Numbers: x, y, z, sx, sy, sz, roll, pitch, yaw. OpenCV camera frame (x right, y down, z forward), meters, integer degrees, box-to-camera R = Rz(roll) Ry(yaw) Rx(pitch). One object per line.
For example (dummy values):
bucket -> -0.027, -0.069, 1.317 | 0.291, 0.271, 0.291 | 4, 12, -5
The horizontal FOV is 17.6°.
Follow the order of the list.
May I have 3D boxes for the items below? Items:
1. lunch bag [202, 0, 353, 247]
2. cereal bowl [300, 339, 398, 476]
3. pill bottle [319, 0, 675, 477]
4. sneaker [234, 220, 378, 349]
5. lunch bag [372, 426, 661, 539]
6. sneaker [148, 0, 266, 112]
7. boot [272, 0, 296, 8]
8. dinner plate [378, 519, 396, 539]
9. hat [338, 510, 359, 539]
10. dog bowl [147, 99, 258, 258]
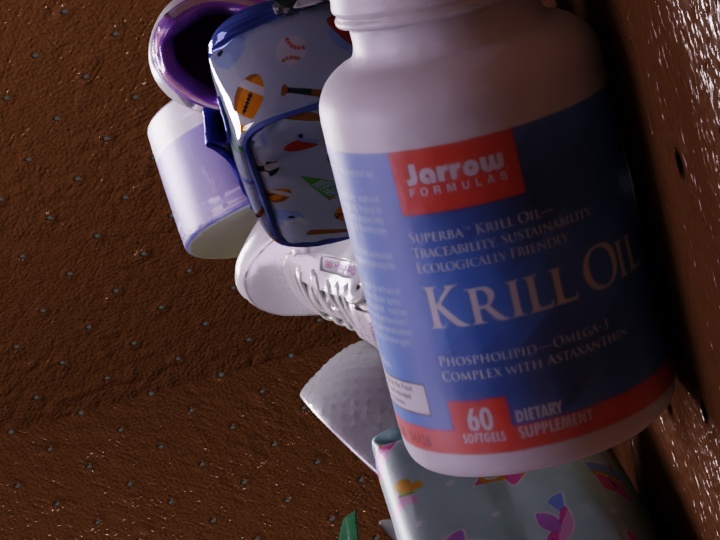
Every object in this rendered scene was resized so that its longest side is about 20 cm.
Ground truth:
lunch bag -> 0.003, -0.082, 1.138 | 0.200, 0.159, 0.076 | 77, 177, -70
cereal bowl -> 0.066, 0.104, 1.291 | 0.200, 0.083, 0.200 | 42, 179, 1
pill bottle -> 0.047, -0.033, 0.884 | 0.112, 0.111, 0.201 | -110, 5, -75
sneaker -> 0.000, 0.000, 1.266 | 0.075, 0.199, 0.100 | 51, -133, -29
lunch bag -> 0.094, 0.173, 1.083 | 0.171, 0.121, 0.201 | -109, -6, -56
sneaker -> -0.026, -0.109, 1.254 | 0.088, 0.198, 0.081 | -1, -81, -81
boot -> -0.028, -0.214, 1.050 | 0.169, 0.076, 0.200 | -61, 19, 7
dinner plate -> 0.093, 0.195, 1.283 | 0.200, 0.024, 0.200 | 40, 180, 0
hat -> 0.071, 0.220, 1.278 | 0.200, 0.175, 0.167 | -130, 45, -85
dog bowl -> -0.022, -0.076, 1.399 | 0.200, 0.199, 0.079 | 84, 168, -81
